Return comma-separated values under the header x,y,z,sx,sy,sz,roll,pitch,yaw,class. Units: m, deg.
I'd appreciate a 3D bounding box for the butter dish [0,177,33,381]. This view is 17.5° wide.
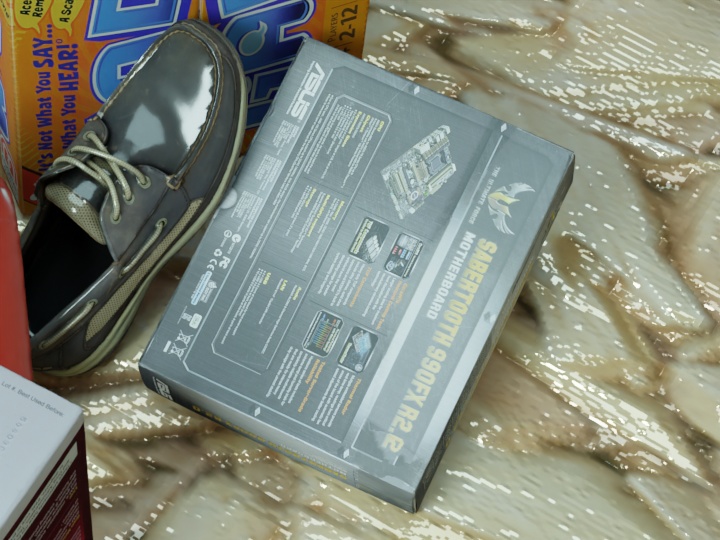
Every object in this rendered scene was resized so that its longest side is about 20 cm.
x,y,z,sx,sy,sz,roll,pitch,yaw,class
-0.262,0.013,1.147,0.198,0.201,0.148,-5,33,-7,butter dish

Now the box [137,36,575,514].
x,y,z,sx,sy,sz,roll,pitch,yaw,class
0.000,0.000,1.203,0.157,0.048,0.201,23,75,9,box

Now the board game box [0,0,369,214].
x,y,z,sx,sy,sz,roll,pitch,yaw,class
-0.122,-0.190,1.262,0.199,0.201,0.201,-17,59,-16,board game box

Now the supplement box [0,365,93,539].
x,y,z,sx,sy,sz,roll,pitch,yaw,class
-0.170,0.138,1.038,0.061,0.201,0.109,25,57,13,supplement box

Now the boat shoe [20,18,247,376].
x,y,z,sx,sy,sz,roll,pitch,yaw,class
-0.122,-0.032,1.173,0.074,0.073,0.201,30,101,17,boat shoe
